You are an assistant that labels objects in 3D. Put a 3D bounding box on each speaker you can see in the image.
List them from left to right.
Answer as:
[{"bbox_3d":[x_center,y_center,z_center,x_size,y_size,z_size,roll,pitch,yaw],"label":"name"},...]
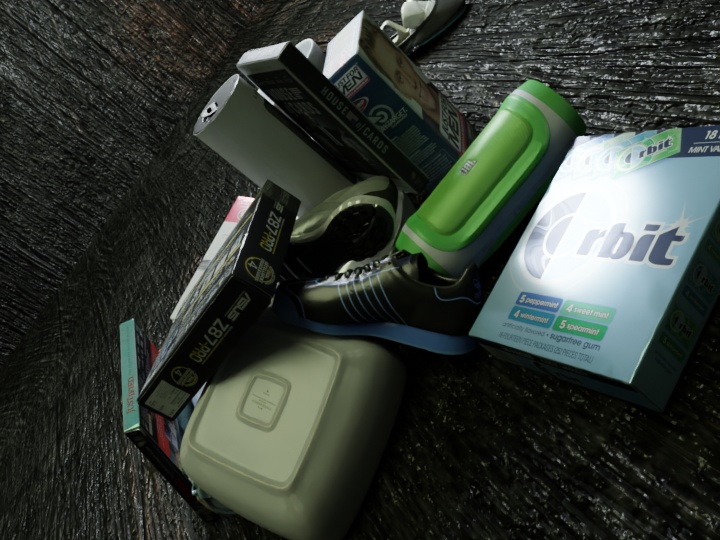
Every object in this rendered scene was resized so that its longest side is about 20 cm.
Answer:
[{"bbox_3d":[-0.087,-0.123,0.801,0.081,0.199,0.082,-37,31,27],"label":"speaker"},{"bbox_3d":[0.122,-0.078,0.684,0.201,0.088,0.089,-51,27,6],"label":"speaker"}]

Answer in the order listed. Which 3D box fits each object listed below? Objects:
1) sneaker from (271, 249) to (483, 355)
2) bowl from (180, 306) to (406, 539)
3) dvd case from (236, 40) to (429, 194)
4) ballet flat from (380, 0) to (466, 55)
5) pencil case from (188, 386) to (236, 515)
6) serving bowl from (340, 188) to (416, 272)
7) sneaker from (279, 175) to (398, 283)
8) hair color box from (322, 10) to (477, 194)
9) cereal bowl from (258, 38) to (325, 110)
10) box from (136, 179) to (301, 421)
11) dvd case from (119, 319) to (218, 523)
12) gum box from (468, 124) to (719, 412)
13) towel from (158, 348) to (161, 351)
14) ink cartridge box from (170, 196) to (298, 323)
[{"bbox_3d":[0.014,0.018,0.649,0.070,0.196,0.080,-39,-45,-70],"label":"sneaker"},{"bbox_3d":[-0.075,0.131,0.669,0.197,0.075,0.203,14,72,32],"label":"bowl"},{"bbox_3d":[-0.032,-0.156,0.752,0.025,0.199,0.150,-53,27,-5],"label":"dvd case"},{"bbox_3d":[0.074,-0.377,1.134,0.199,0.068,0.069,-35,31,33],"label":"ballet flat"},{"bbox_3d":[-0.148,0.181,0.816,0.089,0.084,0.201,-18,29,-4],"label":"pencil case"},{"bbox_3d":[0.000,0.000,0.812,0.199,0.065,0.202,-40,29,27],"label":"serving bowl"},{"bbox_3d":[-0.034,-0.038,0.774,0.198,0.074,0.080,-24,29,35],"label":"sneaker"},{"bbox_3d":[0.048,-0.176,0.791,0.060,0.199,0.101,-34,32,31],"label":"hair color box"},{"bbox_3d":[-0.133,-0.355,1.431,0.199,0.083,0.202,-40,30,28],"label":"cereal bowl"},{"bbox_3d":[-0.139,0.029,0.708,0.200,0.049,0.162,-49,20,31],"label":"box"},{"bbox_3d":[-0.211,0.170,0.795,0.022,0.202,0.147,-21,46,0],"label":"dvd case"},{"bbox_3d":[0.190,-0.013,0.539,0.202,0.044,0.169,-60,27,-10],"label":"gum box"},{"bbox_3d":[-0.252,0.161,1.025,0.199,0.023,0.146,-34,56,33],"label":"towel"},{"bbox_3d":[-0.136,0.011,0.946,0.144,0.083,0.203,10,63,31],"label":"ink cartridge box"}]
